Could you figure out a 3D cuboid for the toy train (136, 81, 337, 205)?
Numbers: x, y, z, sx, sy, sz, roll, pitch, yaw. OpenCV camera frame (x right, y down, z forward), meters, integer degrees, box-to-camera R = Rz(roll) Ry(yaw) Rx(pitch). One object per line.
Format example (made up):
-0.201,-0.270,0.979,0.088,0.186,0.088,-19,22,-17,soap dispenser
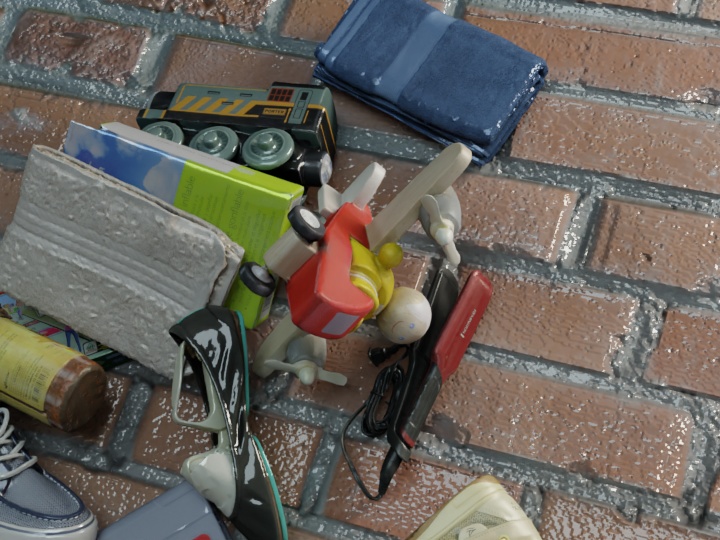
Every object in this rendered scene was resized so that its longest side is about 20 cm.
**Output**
-0.113,-0.115,1.207,0.198,0.086,0.115,5,52,18,toy train

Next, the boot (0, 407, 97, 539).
-0.292,0.153,1.081,0.198,0.073,0.091,14,109,27,boot

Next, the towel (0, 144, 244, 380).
-0.203,-0.004,1.115,0.198,0.034,0.134,25,105,6,towel

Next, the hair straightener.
0.038,0.088,1.093,0.076,0.041,0.202,9,69,41,hair straightener

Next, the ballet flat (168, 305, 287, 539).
-0.111,0.128,1.061,0.068,0.068,0.202,-8,76,-22,ballet flat

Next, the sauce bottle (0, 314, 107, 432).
-0.304,0.069,1.129,0.199,0.066,0.066,24,70,21,sauce bottle

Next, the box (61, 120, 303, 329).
-0.159,-0.042,1.139,0.198,0.048,0.123,20,105,8,box

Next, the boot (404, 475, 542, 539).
0.073,0.265,0.966,0.200,0.073,0.155,-40,62,-12,boot

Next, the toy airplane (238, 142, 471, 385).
0.000,0.000,1.079,0.141,0.200,0.199,42,66,-2,toy airplane

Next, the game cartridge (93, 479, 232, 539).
-0.140,0.271,1.034,0.132,0.041,0.201,-32,60,0,game cartridge

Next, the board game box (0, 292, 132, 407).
-0.285,0.041,1.192,0.198,0.029,0.136,-20,61,3,board game box

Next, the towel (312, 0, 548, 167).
0.062,-0.180,1.213,0.199,0.049,0.112,30,73,26,towel
